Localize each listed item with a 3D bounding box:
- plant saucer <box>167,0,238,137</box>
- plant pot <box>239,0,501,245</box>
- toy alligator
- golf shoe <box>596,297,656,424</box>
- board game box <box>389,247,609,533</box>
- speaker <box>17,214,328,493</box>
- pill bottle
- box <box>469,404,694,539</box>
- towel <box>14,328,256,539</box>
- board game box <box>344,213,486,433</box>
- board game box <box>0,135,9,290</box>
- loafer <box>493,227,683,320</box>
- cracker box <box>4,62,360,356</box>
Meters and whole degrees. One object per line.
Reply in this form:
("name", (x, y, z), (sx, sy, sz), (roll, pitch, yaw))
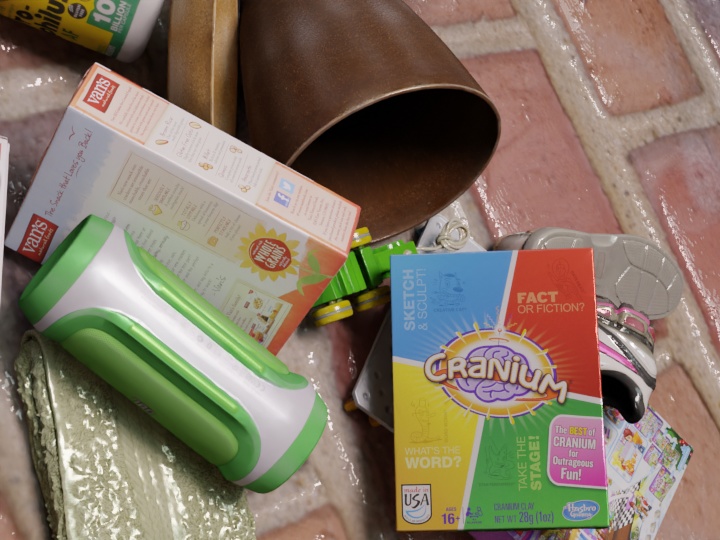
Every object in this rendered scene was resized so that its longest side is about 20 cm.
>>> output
("plant saucer", (-0.112, -0.143, 0.957), (0.035, 0.200, 0.201), (2, 63, -1))
("plant pot", (-0.018, -0.151, 1.034), (0.186, 0.187, 0.201), (-3, 55, -37))
("toy alligator", (0.000, 0.000, 1.035), (0.199, 0.054, 0.060), (-20, 89, -39))
("golf shoe", (0.136, 0.058, 1.032), (0.199, 0.073, 0.092), (14, 52, -7))
("board game box", (0.098, 0.087, 0.972), (0.152, 0.040, 0.201), (-3, 77, 4))
("speaker", (-0.117, 0.055, 0.856), (0.200, 0.088, 0.089), (41, 51, -15))
("pill bottle", (-0.232, -0.231, 0.933), (0.199, 0.113, 0.113), (20, 58, -17))
("box", (0.176, 0.169, 1.059), (0.137, 0.039, 0.200), (46, 50, -9))
("towel", (-0.142, 0.128, 0.883), (0.148, 0.036, 0.201), (-3, 70, -38))
("board game box", (0.097, 0.085, 1.085), (0.200, 0.026, 0.201), (38, 51, -16))
("board game box", (-0.248, 0.033, 0.792), (0.034, 0.126, 0.201), (12, 61, -31))
("loafer", (0.203, -0.004, 1.183), (0.199, 0.063, 0.072), (14, 93, -37))
("cracker box", (-0.119, -0.030, 0.889), (0.199, 0.134, 0.058), (28, 40, -12))
